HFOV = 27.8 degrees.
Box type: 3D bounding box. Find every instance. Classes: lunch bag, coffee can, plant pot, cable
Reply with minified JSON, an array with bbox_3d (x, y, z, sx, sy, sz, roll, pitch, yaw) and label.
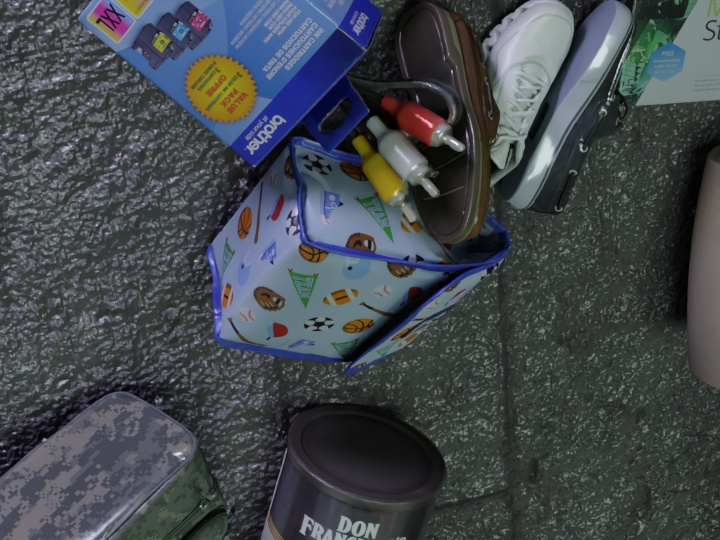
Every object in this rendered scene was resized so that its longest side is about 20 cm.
[{"bbox_3d":[0.000,0.000,1.186,0.200,0.124,0.170,12,145,-29],"label":"lunch bag"},{"bbox_3d":[-0.018,0.246,1.342,0.146,0.146,0.200,4,119,-22],"label":"coffee can"},{"bbox_3d":[0.378,-0.018,1.323,0.187,0.187,0.200,-17,110,-10],"label":"plant pot"},{"bbox_3d":[-0.210,0.227,1.240,0.200,0.139,0.168,-44,141,-28],"label":"lunch bag"},{"bbox_3d":[-0.004,-0.131,1.101,0.200,0.050,0.097,39,107,12],"label":"cable"}]

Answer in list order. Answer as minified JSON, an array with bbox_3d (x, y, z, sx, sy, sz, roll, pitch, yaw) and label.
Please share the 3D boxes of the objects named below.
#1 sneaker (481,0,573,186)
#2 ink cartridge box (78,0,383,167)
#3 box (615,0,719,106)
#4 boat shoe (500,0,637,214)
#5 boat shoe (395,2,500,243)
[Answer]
[{"bbox_3d":[0.120,-0.130,1.205,0.075,0.081,0.200,22,109,-28],"label":"sneaker"},{"bbox_3d":[-0.080,-0.172,1.048,0.200,0.076,0.136,38,122,-13],"label":"ink cartridge box"},{"bbox_3d":[0.288,-0.238,1.227,0.144,0.036,0.200,-6,121,-17],"label":"box"},{"bbox_3d":[0.189,-0.130,1.229,0.066,0.070,0.200,18,115,-16],"label":"boat shoe"},{"bbox_3d":[0.081,-0.114,1.141,0.068,0.200,0.072,13,156,-43],"label":"boat shoe"}]
